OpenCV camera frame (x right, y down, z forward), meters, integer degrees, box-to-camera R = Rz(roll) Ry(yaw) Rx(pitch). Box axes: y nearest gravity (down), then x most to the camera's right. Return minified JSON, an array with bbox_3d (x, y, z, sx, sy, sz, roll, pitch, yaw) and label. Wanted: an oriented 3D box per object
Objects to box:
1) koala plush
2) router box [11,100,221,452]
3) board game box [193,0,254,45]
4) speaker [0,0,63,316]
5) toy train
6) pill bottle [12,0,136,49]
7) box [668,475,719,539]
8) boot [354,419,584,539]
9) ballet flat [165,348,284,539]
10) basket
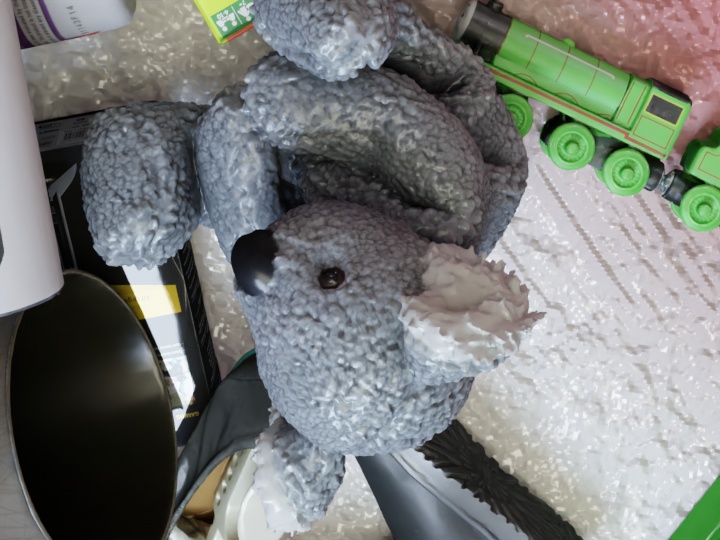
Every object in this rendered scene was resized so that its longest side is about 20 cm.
[{"bbox_3d":[0.000,0.000,1.209,0.184,0.200,0.177,30,122,-34],"label":"koala plush"},{"bbox_3d":[-0.176,0.017,1.339,0.199,0.052,0.158,-9,110,3],"label":"router box"},{"bbox_3d":[-0.002,-0.196,1.264,0.200,0.048,0.102,-28,108,10],"label":"board game box"},{"bbox_3d":[-0.178,-0.082,1.166,0.081,0.081,0.201,-8,103,3],"label":"speaker"},{"bbox_3d":[0.120,-0.067,1.316,0.199,0.042,0.057,25,98,-8],"label":"toy train"},{"bbox_3d":[-0.207,-0.142,1.250,0.199,0.111,0.112,-12,110,4],"label":"pill bottle"},{"bbox_3d":[0.246,0.166,1.369,0.176,0.097,0.200,32,107,-11],"label":"box"},{"bbox_3d":[-0.010,0.161,1.391,0.165,0.066,0.200,43,109,-11],"label":"boot"},{"bbox_3d":[-0.067,0.119,1.329,0.068,0.069,0.200,5,137,-19],"label":"ballet flat"},{"bbox_3d":[-0.205,0.092,1.260,0.199,0.180,0.136,-16,100,17],"label":"basket"}]
